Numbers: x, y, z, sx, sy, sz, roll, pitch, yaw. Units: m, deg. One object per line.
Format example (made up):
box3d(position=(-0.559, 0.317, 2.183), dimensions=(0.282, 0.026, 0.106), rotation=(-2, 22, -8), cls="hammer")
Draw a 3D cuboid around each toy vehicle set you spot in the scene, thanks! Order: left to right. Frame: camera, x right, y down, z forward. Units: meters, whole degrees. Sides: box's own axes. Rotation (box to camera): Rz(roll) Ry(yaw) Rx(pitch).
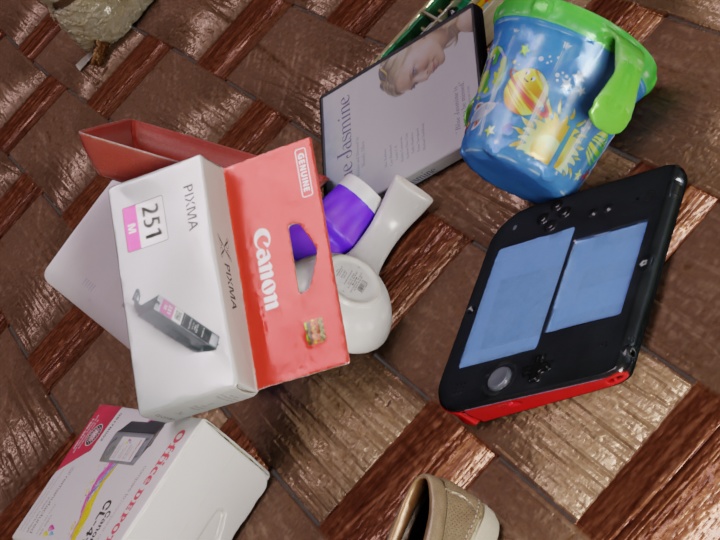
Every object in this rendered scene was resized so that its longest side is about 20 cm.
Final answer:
box3d(position=(0.064, -0.207, 1.872), dimensions=(0.200, 0.026, 0.124), rotation=(-48, 25, 0), cls="toy vehicle set")

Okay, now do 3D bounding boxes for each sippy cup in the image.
box3d(position=(0.145, -0.126, 1.523), dimensions=(0.178, 0.139, 0.131), rotation=(71, -136, -75), cls="sippy cup")

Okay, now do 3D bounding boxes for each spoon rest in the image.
box3d(position=(0.000, 0.000, 1.625), dimensions=(0.061, 0.099, 0.200), rotation=(-56, -1, 43), cls="spoon rest")

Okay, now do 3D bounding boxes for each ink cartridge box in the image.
box3d(position=(-0.186, 0.196, 1.624), dimensions=(0.200, 0.086, 0.148), rotation=(-3, 50, 58), cls="ink cartridge box")
box3d(position=(-0.108, 0.003, 1.562), dimensions=(0.173, 0.044, 0.201), rotation=(-18, 70, 22), cls="ink cartridge box")

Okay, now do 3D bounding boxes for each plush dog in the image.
box3d(position=(-0.393, -0.386, 2.684), dimensions=(0.199, 0.172, 0.161), rotation=(-22, 36, 41), cls="plush dog")

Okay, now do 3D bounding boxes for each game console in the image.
box3d(position=(0.146, 0.017, 1.419), dimensions=(0.176, 0.031, 0.201), rotation=(-22, 36, 44), cls="game console")

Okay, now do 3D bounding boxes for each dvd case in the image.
box3d(position=(0.039, -0.140, 1.771), dimensions=(0.199, 0.017, 0.144), rotation=(-28, 53, 36), cls="dvd case")

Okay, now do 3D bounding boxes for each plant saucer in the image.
box3d(position=(-0.136, -0.085, 1.716), dimensions=(0.200, 0.199, 0.037), rotation=(-52, -21, -80), cls="plant saucer")

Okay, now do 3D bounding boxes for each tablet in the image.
box3d(position=(-0.173, 0.015, 1.748), dimensions=(0.130, 0.200, 0.014), rotation=(-52, -7, 2), cls="tablet")

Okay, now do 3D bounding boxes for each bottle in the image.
box3d(position=(-0.059, 0.003, 1.701), dimensions=(0.200, 0.083, 0.065), rotation=(-49, -13, -10), cls="bottle")

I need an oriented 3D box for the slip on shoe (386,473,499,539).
box3d(position=(0.023, 0.226, 1.276), dimensions=(0.076, 0.061, 0.201), rotation=(-4, 49, 56), cls="slip on shoe")
